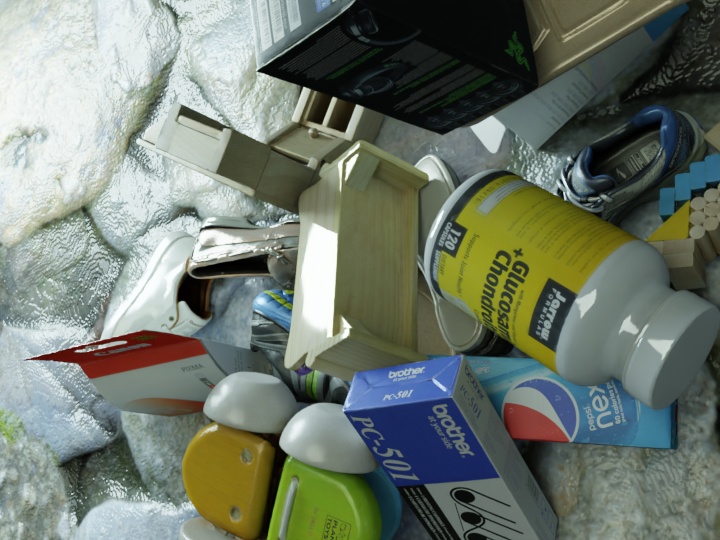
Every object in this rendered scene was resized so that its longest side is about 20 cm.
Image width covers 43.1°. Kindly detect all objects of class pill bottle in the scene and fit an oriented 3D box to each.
[{"bbox_3d":[0.150,0.013,0.664,0.200,0.112,0.113,34,99,36],"label":"pill bottle"}]

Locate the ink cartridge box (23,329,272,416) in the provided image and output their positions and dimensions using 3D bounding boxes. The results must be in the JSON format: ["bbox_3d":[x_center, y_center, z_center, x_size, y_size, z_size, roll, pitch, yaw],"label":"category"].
[{"bbox_3d":[-0.191,0.103,0.875,0.161,0.200,0.051,-14,74,29],"label":"ink cartridge box"}]

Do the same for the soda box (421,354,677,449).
[{"bbox_3d":[0.148,0.104,0.728,0.198,0.068,0.065,-1,80,23],"label":"soda box"}]

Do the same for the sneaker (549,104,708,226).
[{"bbox_3d":[0.184,-0.063,0.743,0.200,0.085,0.077,-45,61,17],"label":"sneaker"}]

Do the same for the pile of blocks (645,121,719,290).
[{"bbox_3d":[0.288,-0.060,0.696,0.200,0.062,0.082,-39,53,11],"label":"pile of blocks"}]

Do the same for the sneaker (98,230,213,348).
[{"bbox_3d":[-0.214,0.061,0.973,0.084,0.073,0.201,30,96,35],"label":"sneaker"}]

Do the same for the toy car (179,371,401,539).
[{"bbox_3d":[-0.051,0.188,0.782,0.199,0.150,0.177,15,94,35],"label":"toy car"}]

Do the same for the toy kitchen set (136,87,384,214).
[{"bbox_3d":[-0.099,-0.168,0.870,0.162,0.200,0.182,24,93,32],"label":"toy kitchen set"}]

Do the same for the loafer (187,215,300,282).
[{"bbox_3d":[-0.084,-0.011,0.898,0.199,0.072,0.063,5,57,31],"label":"loafer"}]

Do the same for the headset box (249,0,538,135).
[{"bbox_3d":[0.024,-0.203,0.615,0.092,0.199,0.176,-21,69,40],"label":"headset box"}]

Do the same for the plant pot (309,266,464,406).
[{"bbox_3d":[0.023,0.086,0.849,0.199,0.027,0.202,-6,78,31],"label":"plant pot"}]

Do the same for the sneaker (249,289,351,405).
[{"bbox_3d":[-0.028,0.093,0.833,0.199,0.071,0.083,35,119,30],"label":"sneaker"}]

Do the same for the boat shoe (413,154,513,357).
[{"bbox_3d":[0.088,-0.011,0.813,0.067,0.057,0.201,-36,52,35],"label":"boat shoe"}]

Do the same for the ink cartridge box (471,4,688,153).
[{"bbox_3d":[0.145,-0.210,0.771,0.200,0.125,0.129,-44,62,17],"label":"ink cartridge box"}]

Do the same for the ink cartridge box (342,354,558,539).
[{"bbox_3d":[0.075,0.155,0.712,0.093,0.201,0.044,-12,35,29],"label":"ink cartridge box"}]

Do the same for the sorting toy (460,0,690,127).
[{"bbox_3d":[0.127,-0.228,0.694,0.199,0.036,0.186,-26,69,21],"label":"sorting toy"}]

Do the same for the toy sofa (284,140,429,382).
[{"bbox_3d":[0.000,0.000,0.787,0.097,0.082,0.201,-34,43,45],"label":"toy sofa"}]
